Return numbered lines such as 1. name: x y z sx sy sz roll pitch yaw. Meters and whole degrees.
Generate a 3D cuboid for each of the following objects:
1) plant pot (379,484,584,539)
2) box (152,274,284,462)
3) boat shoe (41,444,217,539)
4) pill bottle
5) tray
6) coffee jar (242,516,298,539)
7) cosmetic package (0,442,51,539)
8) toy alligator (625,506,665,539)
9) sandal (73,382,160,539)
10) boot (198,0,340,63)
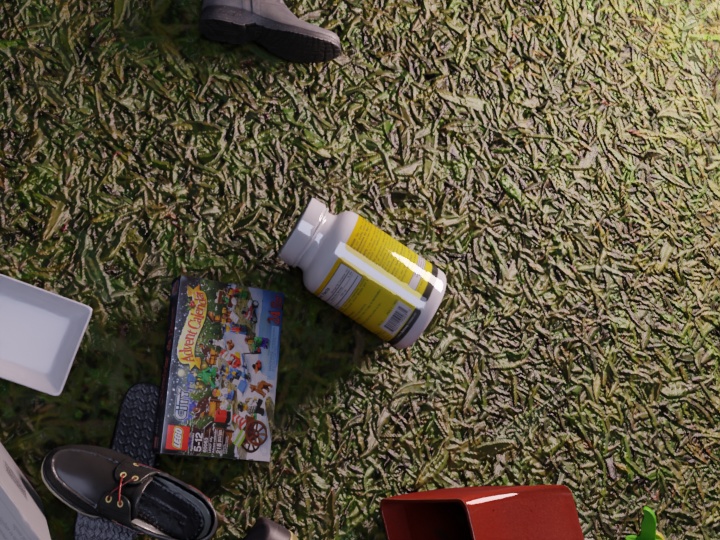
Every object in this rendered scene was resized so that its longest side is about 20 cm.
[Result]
1. plant pot: 0.161 0.345 0.988 0.173 0.199 0.205 -11 82 -29
2. box: -0.165 0.118 0.995 0.134 0.037 0.205 11 75 -28
3. boat shoe: -0.245 0.239 0.904 0.199 0.063 0.075 29 58 -12
4. pill bottle: 0.000 0.000 1.044 0.198 0.112 0.114 33 72 -8
5. tray: -0.417 0.060 0.955 0.196 0.022 0.110 22 74 -12
6. coffee jar: -0.066 0.380 0.962 0.199 0.085 0.105 41 74 -6
7. cosmetic package: -0.418 0.268 0.808 0.198 0.198 0.125 -35 105 -19
8. toy alligator: 0.392 0.418 1.111 0.053 0.059 0.205 -19 85 23
9. sandal: -0.269 0.229 0.960 0.074 0.045 0.204 23 59 -17
10. boot: -0.113 -0.361 1.111 0.195 0.070 0.135 12 71 -18
